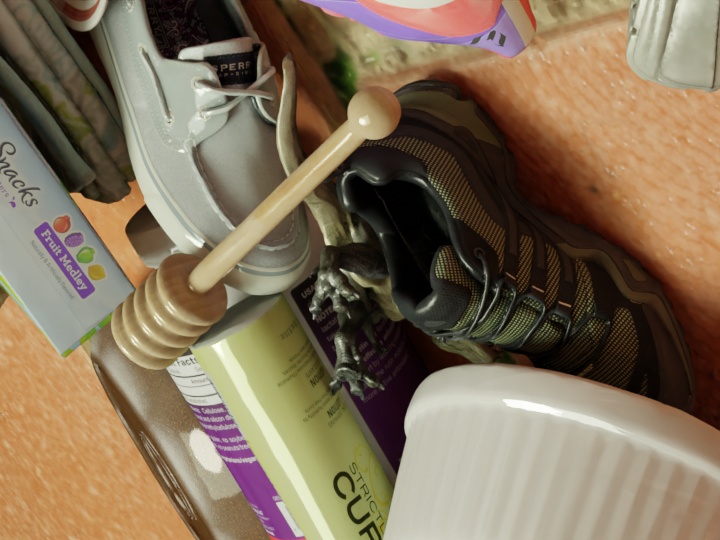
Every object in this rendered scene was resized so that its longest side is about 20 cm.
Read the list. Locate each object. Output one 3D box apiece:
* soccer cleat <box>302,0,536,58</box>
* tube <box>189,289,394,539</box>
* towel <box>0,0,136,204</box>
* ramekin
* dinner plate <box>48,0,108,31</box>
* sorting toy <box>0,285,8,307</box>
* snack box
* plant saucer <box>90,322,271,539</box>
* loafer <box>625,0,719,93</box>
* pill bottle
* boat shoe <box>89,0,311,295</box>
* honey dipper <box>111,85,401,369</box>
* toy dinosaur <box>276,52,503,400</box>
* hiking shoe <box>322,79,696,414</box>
[{"bbox_3d":[-0.008,-0.135,1.238,0.200,0.068,0.073,17,157,44],"label":"soccer cleat"},{"bbox_3d":[-0.009,0.104,1.329,0.200,0.058,0.052,61,163,-13],"label":"tube"},{"bbox_3d":[-0.183,-0.122,1.403,0.200,0.048,0.171,56,172,-11],"label":"towel"},{"bbox_3d":[0.102,0.130,1.281,0.202,0.094,0.202,19,159,8],"label":"ramekin"},{"bbox_3d":[-0.147,-0.210,1.307,0.200,0.024,0.201,52,153,40],"label":"dinner plate"},{"bbox_3d":[-0.238,-0.065,1.424,0.036,0.185,0.200,-26,113,33],"label":"sorting toy"},{"bbox_3d":[-0.193,-0.064,1.344,0.200,0.053,0.142,56,171,-20],"label":"snack box"},{"bbox_3d":[-0.093,0.104,1.530,0.200,0.032,0.200,56,171,13],"label":"plant saucer"},{"bbox_3d":[0.149,-0.149,1.047,0.070,0.070,0.200,10,136,-1],"label":"loafer"},{"bbox_3d":[-0.034,0.044,1.399,0.112,0.112,0.200,-9,116,52],"label":"pill bottle"},{"bbox_3d":[-0.074,-0.086,1.311,0.201,0.070,0.072,64,149,19],"label":"boat shoe"},{"bbox_3d":[-0.043,-0.020,1.239,0.038,0.038,0.200,49,130,0],"label":"honey dipper"},{"bbox_3d":[0.000,0.000,1.301,0.047,0.088,0.200,-11,135,28],"label":"toy dinosaur"},{"bbox_3d":[0.060,0.012,1.261,0.200,0.101,0.076,45,137,5],"label":"hiking shoe"}]
